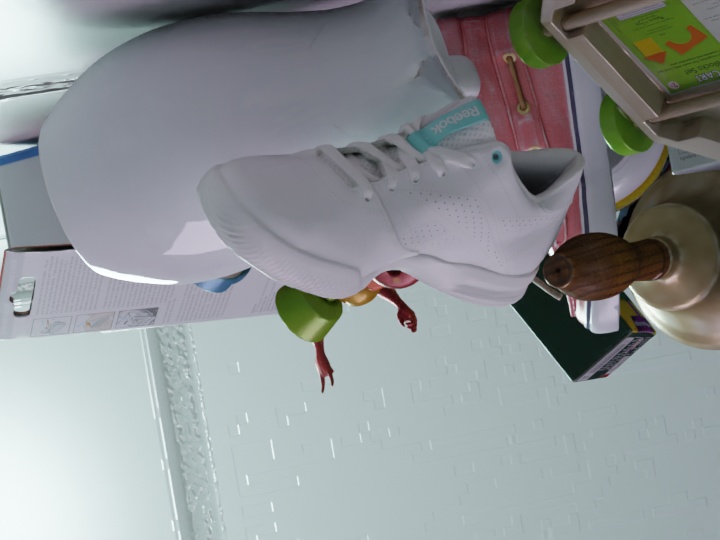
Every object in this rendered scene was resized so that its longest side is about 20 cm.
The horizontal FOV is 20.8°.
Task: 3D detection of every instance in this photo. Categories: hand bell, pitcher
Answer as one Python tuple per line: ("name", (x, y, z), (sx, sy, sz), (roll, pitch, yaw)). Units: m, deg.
("hand bell", (0.140, -0.006, 0.979), (0.104, 0.105, 0.200), (-11, 176, 31))
("pitcher", (-0.041, -0.068, 0.953), (0.199, 0.122, 0.172), (-21, 172, 10))

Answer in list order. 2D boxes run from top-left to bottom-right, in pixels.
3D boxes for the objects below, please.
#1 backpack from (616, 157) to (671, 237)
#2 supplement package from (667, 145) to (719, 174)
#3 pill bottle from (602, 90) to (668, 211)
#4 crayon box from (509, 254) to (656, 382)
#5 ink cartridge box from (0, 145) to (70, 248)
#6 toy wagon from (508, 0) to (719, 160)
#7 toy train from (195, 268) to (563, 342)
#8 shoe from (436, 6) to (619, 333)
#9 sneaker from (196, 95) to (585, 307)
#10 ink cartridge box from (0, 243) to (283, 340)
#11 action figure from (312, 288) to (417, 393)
("backpack", (0.266, -0.056, 1.362), (0.134, 0.201, 0.183), (33, 171, -6))
("supplement package", (0.265, -0.122, 0.992), (0.199, 0.112, 0.155), (-8, 177, -44))
("pill bottle", (0.139, -0.092, 1.237), (0.112, 0.113, 0.200), (-10, 179, 10))
("crayon box", (0.127, -0.006, 1.382), (0.058, 0.173, 0.200), (-41, 170, 8))
("ink cartridge box", (-0.135, -0.053, 1.357), (0.144, 0.084, 0.200), (-14, 176, 22))
("toy wagon", (0.167, -0.089, 0.870), (0.155, 0.040, 0.200), (-11, 138, 46))
("toy train", (0.000, 0.000, 1.093), (0.116, 0.200, 0.085), (-45, -158, 33))
("shoe", (0.095, -0.054, 1.100), (0.090, 0.201, 0.072), (-6, -154, 8))
("sneaker", (0.019, -0.039, 0.845), (0.199, 0.075, 0.089), (4, 131, -47))
("ink cartridge box", (-0.122, -0.012, 1.179), (0.199, 0.051, 0.109), (-5, 150, -19))
("action figure", (0.016, 0.013, 1.312), (0.065, 0.099, 0.200), (-14, 171, -38))
